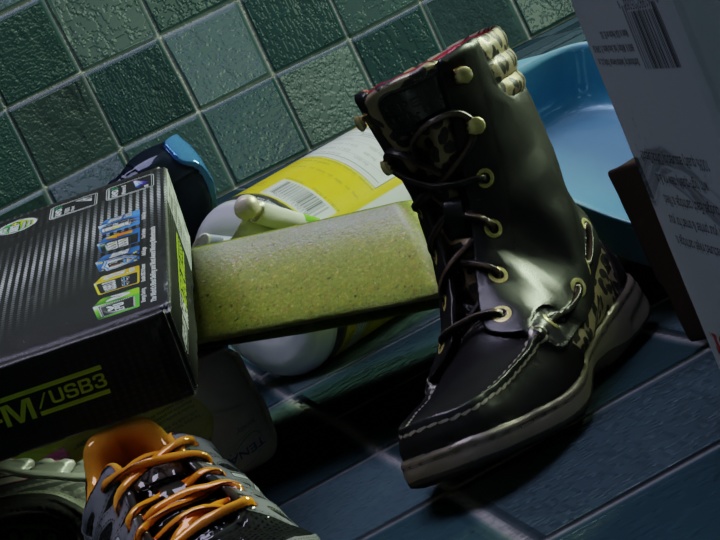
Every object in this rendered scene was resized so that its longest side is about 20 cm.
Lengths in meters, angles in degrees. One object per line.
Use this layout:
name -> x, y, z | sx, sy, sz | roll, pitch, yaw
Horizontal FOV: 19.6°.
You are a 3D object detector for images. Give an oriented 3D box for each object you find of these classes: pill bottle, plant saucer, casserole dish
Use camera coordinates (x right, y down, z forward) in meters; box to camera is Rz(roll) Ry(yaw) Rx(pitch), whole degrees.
pill bottle -> 0.002, -0.026, 1.272 | 0.200, 0.113, 0.112 | -31, 9, -39
plant saucer -> 0.000, 0.000, 1.029 | 0.199, 0.048, 0.200 | -12, -3, 29
casserole dish -> 0.129, -0.053, 0.983 | 0.121, 0.039, 0.200 | -33, 36, -26

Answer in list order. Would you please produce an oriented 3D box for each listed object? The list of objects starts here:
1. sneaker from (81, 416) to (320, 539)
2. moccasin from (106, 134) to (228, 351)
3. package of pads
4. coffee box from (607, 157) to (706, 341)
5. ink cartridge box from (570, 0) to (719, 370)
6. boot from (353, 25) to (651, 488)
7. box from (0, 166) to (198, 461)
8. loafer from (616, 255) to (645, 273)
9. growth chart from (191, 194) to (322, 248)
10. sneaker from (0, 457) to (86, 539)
sneaker -> -0.064, 0.099, 0.757 | 0.078, 0.078, 0.200 | -27, 8, -19
moccasin -> -0.129, 0.001, 1.293 | 0.068, 0.201, 0.080 | -26, 45, -24
package of pads -> -0.154, 0.109, 1.032 | 0.199, 0.068, 0.154 | -30, 7, -27
coffee box -> 0.214, -0.055, 0.854 | 0.200, 0.080, 0.114 | -31, 8, -36
ink cartridge box -> 0.134, -0.054, 0.658 | 0.083, 0.201, 0.147 | -23, 8, -3
boot -> 0.044, -0.010, 0.848 | 0.073, 0.151, 0.200 | -21, 9, 34
box -> -0.168, 0.030, 0.910 | 0.192, 0.048, 0.200 | -17, 20, 1
loafer -> 0.159, -0.055, 1.081 | 0.073, 0.071, 0.200 | -24, 10, 18
growth chart -> -0.108, 0.023, 1.112 | 0.200, 0.018, 0.145 | -35, -18, 10
sneaker -> -0.176, 0.119, 0.876 | 0.199, 0.074, 0.087 | 0, 16, 6
